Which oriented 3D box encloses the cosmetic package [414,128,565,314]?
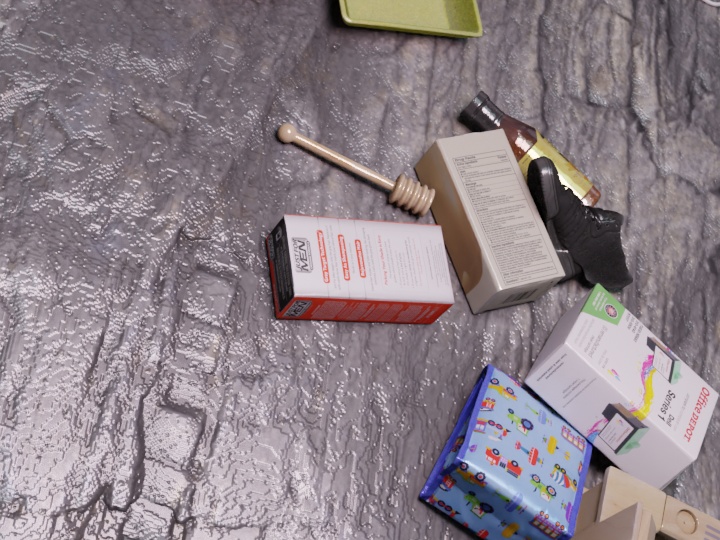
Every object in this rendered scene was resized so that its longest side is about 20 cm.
[{"bbox_3d":[0.151,-0.060,1.780,0.104,0.071,0.202,-10,70,-29],"label":"cosmetic package"}]

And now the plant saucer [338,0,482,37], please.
[{"bbox_3d":[0.043,-0.378,1.906,0.198,0.048,0.202,2,64,-26],"label":"plant saucer"}]

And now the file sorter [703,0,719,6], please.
[{"bbox_3d":[0.515,-0.506,2.155,0.124,0.139,0.202,26,56,-15],"label":"file sorter"}]

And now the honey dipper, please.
[{"bbox_3d":[-0.007,-0.122,1.759,0.198,0.038,0.038,27,56,-7],"label":"honey dipper"}]

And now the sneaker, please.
[{"bbox_3d":[0.266,-0.059,1.798,0.103,0.202,0.060,-19,29,-8],"label":"sneaker"}]

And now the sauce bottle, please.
[{"bbox_3d":[0.208,-0.141,1.854,0.200,0.066,0.066,45,54,-2],"label":"sauce bottle"}]

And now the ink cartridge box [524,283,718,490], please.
[{"bbox_3d":[0.304,0.136,1.726,0.200,0.084,0.145,42,37,-1],"label":"ink cartridge box"}]

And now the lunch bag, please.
[{"bbox_3d":[0.177,0.200,1.658,0.150,0.094,0.201,34,46,-4],"label":"lunch bag"}]

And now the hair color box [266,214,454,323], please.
[{"bbox_3d":[0.000,0.000,1.680,0.198,0.061,0.103,4,63,-26],"label":"hair color box"}]

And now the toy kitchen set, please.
[{"bbox_3d":[0.322,0.329,1.607,0.179,0.163,0.202,27,56,-12],"label":"toy kitchen set"}]
